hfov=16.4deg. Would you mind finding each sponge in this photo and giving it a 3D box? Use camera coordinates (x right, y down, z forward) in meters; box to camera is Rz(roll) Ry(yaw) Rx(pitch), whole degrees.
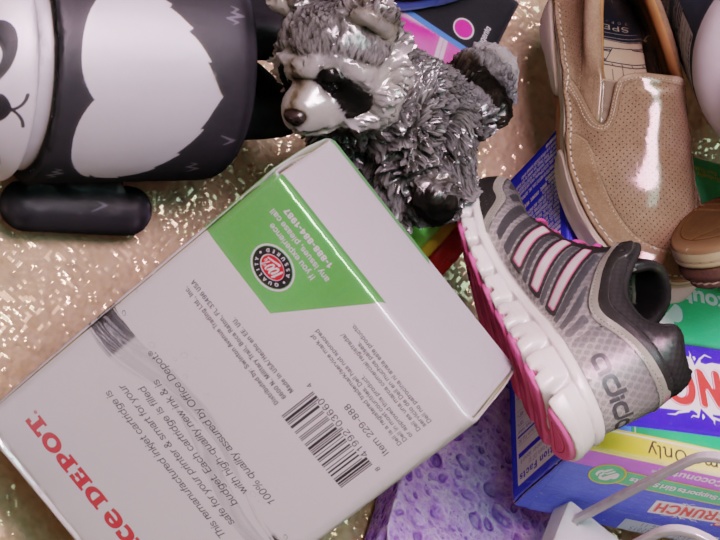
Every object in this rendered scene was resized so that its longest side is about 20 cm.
[{"bbox_3d":[0.058,0.145,1.296,0.111,0.030,0.201,25,66,-16],"label":"sponge"}]

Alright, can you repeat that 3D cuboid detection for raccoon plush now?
[{"bbox_3d":[0.012,-0.109,1.250,0.200,0.096,0.134,-65,149,-55],"label":"raccoon plush"}]

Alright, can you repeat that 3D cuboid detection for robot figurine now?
[{"bbox_3d":[-0.126,-0.103,1.236,0.199,0.125,0.151,-1,75,-25],"label":"robot figurine"}]

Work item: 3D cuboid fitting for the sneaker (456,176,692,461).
[{"bbox_3d":[0.105,0.013,1.223,0.087,0.200,0.074,-19,125,-4],"label":"sneaker"}]

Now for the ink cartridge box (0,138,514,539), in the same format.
[{"bbox_3d":[-0.053,0.058,1.177,0.146,0.200,0.084,52,23,-2],"label":"ink cartridge box"}]

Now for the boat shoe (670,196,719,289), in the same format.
[{"bbox_3d":[0.229,-0.009,1.293,0.200,0.072,0.072,-20,104,-53],"label":"boat shoe"}]

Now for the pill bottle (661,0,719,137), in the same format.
[{"bbox_3d":[0.227,-0.121,1.307,0.119,0.120,0.200,27,21,-14],"label":"pill bottle"}]

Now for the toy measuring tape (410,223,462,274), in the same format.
[{"bbox_3d":[0.000,0.000,1.292,0.074,0.074,0.200,44,62,-6],"label":"toy measuring tape"}]

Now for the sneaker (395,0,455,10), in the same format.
[{"bbox_3d":[0.000,-0.184,1.303,0.199,0.078,0.070,1,71,-30],"label":"sneaker"}]

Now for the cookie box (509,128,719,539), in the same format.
[{"bbox_3d":[0.168,0.039,1.328,0.171,0.075,0.201,13,55,-20],"label":"cookie box"}]

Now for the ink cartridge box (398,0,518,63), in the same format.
[{"bbox_3d":[-0.017,-0.158,1.356,0.200,0.037,0.095,32,64,-10],"label":"ink cartridge box"}]

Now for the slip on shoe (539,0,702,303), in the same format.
[{"bbox_3d":[0.143,-0.080,1.306,0.076,0.061,0.201,8,55,-22],"label":"slip on shoe"}]

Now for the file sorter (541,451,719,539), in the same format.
[{"bbox_3d":[0.148,0.208,1.181,0.139,0.124,0.200,39,50,-14],"label":"file sorter"}]
